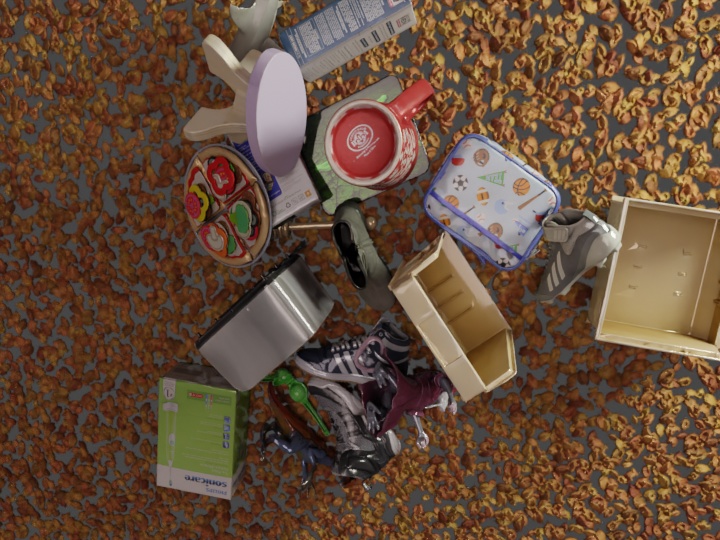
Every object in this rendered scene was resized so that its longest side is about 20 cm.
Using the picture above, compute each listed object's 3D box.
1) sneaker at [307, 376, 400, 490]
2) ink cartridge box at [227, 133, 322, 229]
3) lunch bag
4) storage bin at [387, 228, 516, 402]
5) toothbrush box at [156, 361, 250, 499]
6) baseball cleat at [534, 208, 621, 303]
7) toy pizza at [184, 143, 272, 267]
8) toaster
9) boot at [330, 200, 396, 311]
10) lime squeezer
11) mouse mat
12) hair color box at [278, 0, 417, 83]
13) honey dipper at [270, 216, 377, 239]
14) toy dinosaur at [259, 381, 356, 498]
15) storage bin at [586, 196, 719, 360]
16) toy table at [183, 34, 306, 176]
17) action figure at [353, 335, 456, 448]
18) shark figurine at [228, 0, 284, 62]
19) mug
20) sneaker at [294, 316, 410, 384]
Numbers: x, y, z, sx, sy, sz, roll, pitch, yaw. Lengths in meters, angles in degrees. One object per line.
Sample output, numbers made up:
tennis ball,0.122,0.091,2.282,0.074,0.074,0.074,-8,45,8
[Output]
sneaker,-0.030,0.277,0.999,0.199,0.075,0.115,41,67,-4
ink cartridge box,-0.146,-0.181,0.964,0.093,0.037,0.205,-27,86,7
lunch bag,0.202,-0.100,0.918,0.197,0.076,0.162,36,106,2
storage bin,0.141,0.061,0.893,0.092,0.199,0.203,-33,95,17
toothbrush box,-0.279,0.283,1.057,0.140,0.086,0.208,7,100,7
baseball cleat,0.298,-0.027,0.877,0.106,0.070,0.201,43,148,7
toy pizza,-0.225,-0.101,0.968,0.195,0.031,0.207,13,114,30
toaster,-0.142,0.072,0.952,0.199,0.181,0.119,-40,95,15
boot,0.000,0.000,0.926,0.066,0.132,0.205,-20,111,11
lime squeezer,-0.117,0.211,1.032,0.038,0.071,0.200,-43,122,1
mouse mat,-0.001,-0.200,0.966,0.195,0.008,0.165,-22,96,11
hair color box,-0.016,-0.364,0.891,0.195,0.100,0.062,-24,93,12
honey dipper,-0.068,-0.076,0.987,0.192,0.038,0.039,-3,100,6
toy dinosaur,-0.086,0.312,1.036,0.175,0.105,0.208,8,90,-14
storage bin,0.455,0.008,0.877,0.191,0.094,0.208,9,101,8
toy table,-0.159,-0.238,0.862,0.114,0.185,0.204,23,140,15
action figure,0.078,0.195,0.952,0.135,0.196,0.151,-51,56,31
shark figurine,-0.164,-0.409,0.894,0.126,0.088,0.221,30,112,34
mug,0.022,-0.203,0.856,0.129,0.200,0.183,18,103,5
sneaker,-0.009,0.129,0.993,0.193,0.070,0.112,12,107,0
